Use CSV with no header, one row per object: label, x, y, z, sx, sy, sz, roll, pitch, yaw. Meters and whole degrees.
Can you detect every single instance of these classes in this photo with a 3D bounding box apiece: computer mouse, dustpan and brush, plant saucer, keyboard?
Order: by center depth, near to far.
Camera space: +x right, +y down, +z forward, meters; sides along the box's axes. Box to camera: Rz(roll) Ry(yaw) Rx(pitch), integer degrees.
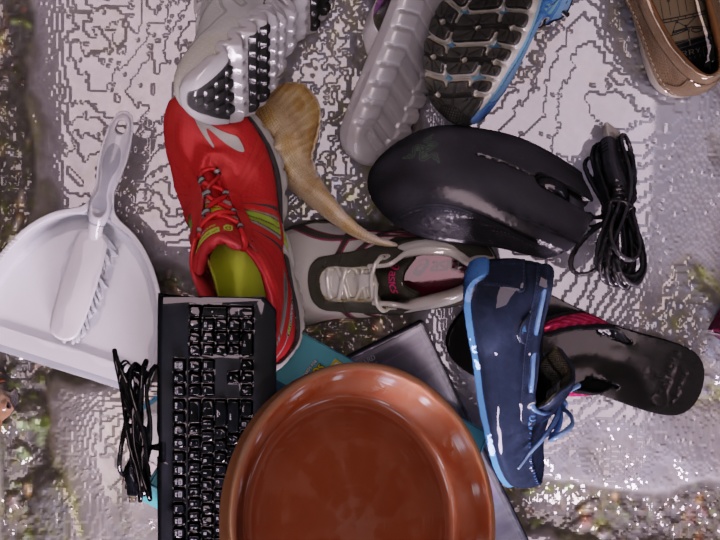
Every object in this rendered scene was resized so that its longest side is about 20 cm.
keyboard,-0.106,0.116,0.731,0.104,0.040,0.201,1,99,1
plant saucer,0.000,0.160,0.742,0.200,0.032,0.201,9,74,-31
computer mouse,0.106,-0.064,0.819,0.199,0.053,0.139,7,54,-2
dustpan and brush,-0.195,-0.018,0.845,0.139,0.057,0.201,18,94,-3

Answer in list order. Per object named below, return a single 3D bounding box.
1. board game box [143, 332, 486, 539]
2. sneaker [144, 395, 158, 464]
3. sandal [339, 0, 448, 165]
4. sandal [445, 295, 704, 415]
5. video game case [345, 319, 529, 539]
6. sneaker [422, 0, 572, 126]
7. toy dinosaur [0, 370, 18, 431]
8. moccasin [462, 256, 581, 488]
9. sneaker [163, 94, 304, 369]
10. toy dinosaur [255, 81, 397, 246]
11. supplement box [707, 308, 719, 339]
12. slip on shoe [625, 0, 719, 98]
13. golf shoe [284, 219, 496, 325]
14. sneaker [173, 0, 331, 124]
board game box,-0.029,0.137,0.817,0.200,0.047,0.151,29,61,-2
sneaker,-0.091,0.172,0.844,0.076,0.081,0.200,-40,93,26
sandal,0.032,-0.175,0.842,0.050,0.082,0.203,30,92,39
sandal,0.164,0.062,0.868,0.199,0.045,0.075,13,95,-3
video game case,0.026,0.158,0.886,0.143,0.019,0.200,-26,95,0
sneaker,0.118,-0.186,0.823,0.078,0.090,0.200,22,82,40
toy dinosaur,-0.367,0.107,0.843,0.200,0.086,0.136,-26,101,6
moccasin,0.116,0.080,0.803,0.068,0.081,0.200,-6,132,12
sneaker,-0.084,-0.030,0.770,0.077,0.085,0.201,-19,86,10
toy dinosaur,-0.062,-0.082,0.825,0.101,0.058,0.200,-34,74,21
supplement box,0.371,0.064,0.842,0.200,0.110,0.086,31,92,-4
slip on shoe,0.217,-0.223,0.840,0.076,0.061,0.201,-15,95,-2
golf shoe,0.000,0.000,0.840,0.199,0.088,0.077,-8,96,0
sneaker,-0.083,-0.168,0.791,0.081,0.200,0.075,19,134,10
